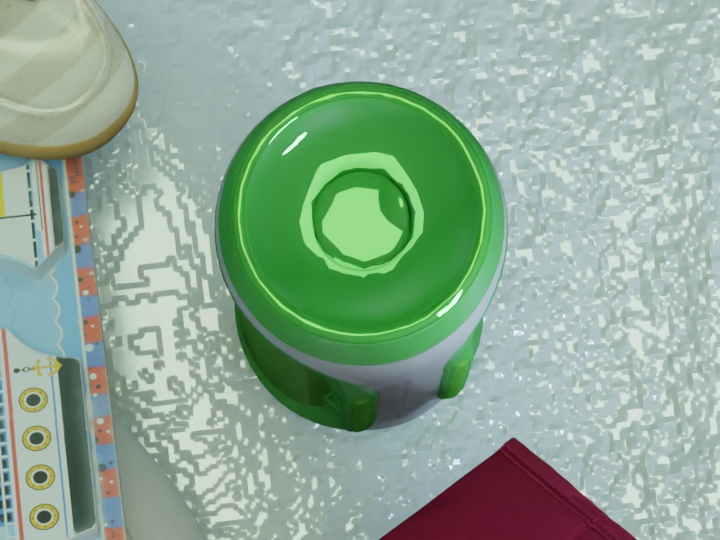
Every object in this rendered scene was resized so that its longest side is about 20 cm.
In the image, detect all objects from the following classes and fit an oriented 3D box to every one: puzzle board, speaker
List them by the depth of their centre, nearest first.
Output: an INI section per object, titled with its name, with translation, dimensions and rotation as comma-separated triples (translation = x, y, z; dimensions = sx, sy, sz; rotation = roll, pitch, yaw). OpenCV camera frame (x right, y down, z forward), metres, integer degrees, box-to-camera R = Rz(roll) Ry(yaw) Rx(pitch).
[speaker]
translation = 0.000, 0.000, 0.894
dimensions = 0.088, 0.200, 0.089
rotation = 0, 81, 0
[puzzle board]
translation = -0.154, 0.034, 0.909
dimensions = 0.150, 0.017, 0.200
rotation = -7, 57, -4

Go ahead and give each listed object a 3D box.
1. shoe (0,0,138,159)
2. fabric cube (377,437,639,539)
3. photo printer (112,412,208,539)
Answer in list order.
[shoe]
translation = -0.158, -0.104, 0.937
dimensions = 0.200, 0.053, 0.070
rotation = 35, 82, 5
[fabric cube]
translation = 0.041, 0.200, 0.839
dimensions = 0.199, 0.200, 0.196
rotation = -34, 105, -5
[photo printer]
translation = -0.151, 0.117, 0.940
dimensions = 0.166, 0.069, 0.200
rotation = 44, 83, 8
